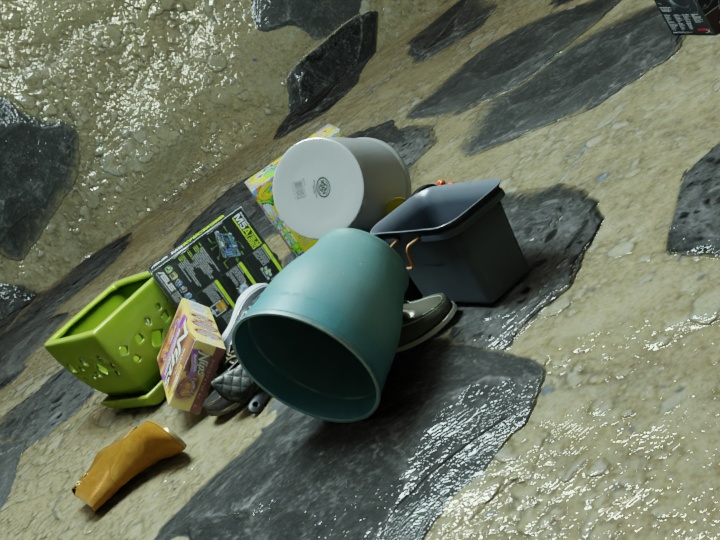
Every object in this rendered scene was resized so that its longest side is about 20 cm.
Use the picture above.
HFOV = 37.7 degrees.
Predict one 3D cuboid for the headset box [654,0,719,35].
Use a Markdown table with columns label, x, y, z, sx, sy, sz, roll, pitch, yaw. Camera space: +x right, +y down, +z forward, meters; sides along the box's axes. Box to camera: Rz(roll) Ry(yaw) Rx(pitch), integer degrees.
| label | x | y | z | sx | sy | sz | roll | pitch | yaw |
| --- | --- | --- | --- | --- | --- | --- | --- | --- | --- |
| headset box | 0.553 | -0.508 | 1.810 | 0.077 | 0.200 | 0.149 | -35 | 17 | -3 |

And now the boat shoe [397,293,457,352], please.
| label | x | y | z | sx | sy | sz | roll | pitch | yaw |
| --- | --- | --- | --- | --- | --- | --- | --- | --- | --- |
| boat shoe | 0.035 | 0.076 | 1.437 | 0.201 | 0.060 | 0.072 | -26 | 19 | 24 |

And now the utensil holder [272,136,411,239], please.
| label | x | y | z | sx | sy | sz | roll | pitch | yaw |
| --- | --- | --- | --- | --- | --- | --- | --- | --- | --- |
| utensil holder | -0.027 | -0.131 | 1.692 | 0.169 | 0.171 | 0.200 | -27 | -6 | 21 |

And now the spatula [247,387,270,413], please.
| label | x | y | z | sx | sy | sz | roll | pitch | yaw |
| --- | --- | --- | --- | --- | --- | --- | --- | --- | --- |
| spatula | -0.118 | 0.141 | 1.583 | 0.200 | 0.056 | 0.021 | -60 | -3 | -40 |

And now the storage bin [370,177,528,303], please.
| label | x | y | z | sx | sy | sz | roll | pitch | yaw |
| --- | --- | --- | --- | --- | --- | --- | --- | --- | --- |
| storage bin | 0.122 | -0.026 | 1.421 | 0.145 | 0.135 | 0.200 | -38 | 17 | -26 |

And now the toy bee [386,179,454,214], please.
| label | x | y | z | sx | sy | sz | roll | pitch | yaw |
| --- | --- | --- | --- | --- | --- | --- | --- | --- | --- |
| toy bee | 0.120 | -0.089 | 1.644 | 0.130 | 0.109 | 0.200 | 7 | 9 | -42 |

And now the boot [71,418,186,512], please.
| label | x | y | z | sx | sy | sz | roll | pitch | yaw |
| --- | --- | --- | --- | --- | --- | --- | --- | --- | --- |
| boot | -0.345 | 0.294 | 1.554 | 0.201 | 0.071 | 0.144 | -14 | 33 | 55 |

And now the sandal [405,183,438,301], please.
| label | x | y | z | sx | sy | sz | roll | pitch | yaw |
| --- | --- | --- | --- | --- | --- | --- | --- | --- | --- |
| sandal | 0.072 | -0.038 | 1.535 | 0.048 | 0.075 | 0.201 | -4 | 61 | 47 |

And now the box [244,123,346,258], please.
| label | x | y | z | sx | sy | sz | roll | pitch | yaw |
| --- | --- | --- | --- | --- | --- | --- | --- | --- | --- |
| box | -0.078 | -0.136 | 1.972 | 0.199 | 0.193 | 0.122 | -34 | 18 | -3 |

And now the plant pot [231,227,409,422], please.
| label | x | y | z | sx | sy | sz | roll | pitch | yaw |
| --- | --- | --- | --- | --- | --- | --- | --- | --- | --- |
| plant pot | -0.033 | 0.056 | 1.334 | 0.199 | 0.200 | 0.188 | -16 | 34 | 43 |

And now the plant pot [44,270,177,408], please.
| label | x | y | z | sx | sy | sz | roll | pitch | yaw |
| --- | --- | --- | --- | --- | --- | --- | --- | --- | --- |
| plant pot | -0.400 | 0.130 | 1.867 | 0.198 | 0.182 | 0.200 | -14 | 27 | 48 |

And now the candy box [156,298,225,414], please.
| label | x | y | z | sx | sy | sz | roll | pitch | yaw |
| --- | --- | --- | --- | --- | --- | --- | --- | --- | --- |
| candy box | -0.275 | 0.134 | 1.698 | 0.117 | 0.056 | 0.200 | -66 | 22 | 9 |

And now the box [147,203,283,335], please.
| label | x | y | z | sx | sy | sz | roll | pitch | yaw |
| --- | --- | --- | --- | --- | --- | --- | --- | --- | --- |
| box | -0.232 | 0.021 | 1.824 | 0.193 | 0.200 | 0.047 | -39 | 20 | -12 |

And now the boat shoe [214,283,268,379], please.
| label | x | y | z | sx | sy | sz | roll | pitch | yaw |
| --- | --- | --- | --- | --- | --- | --- | --- | --- | --- |
| boat shoe | -0.183 | 0.097 | 1.750 | 0.068 | 0.072 | 0.200 | -10 | 35 | 40 |

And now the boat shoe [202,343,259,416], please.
| label | x | y | z | sx | sy | sz | roll | pitch | yaw |
| --- | --- | --- | --- | --- | --- | --- | --- | --- | --- |
| boat shoe | -0.177 | 0.141 | 1.622 | 0.074 | 0.073 | 0.200 | -11 | 28 | 51 |

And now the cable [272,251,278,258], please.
| label | x | y | z | sx | sy | sz | roll | pitch | yaw |
| --- | --- | --- | --- | --- | --- | --- | --- | --- | --- |
| cable | -0.239 | 0.007 | 2.118 | 0.163 | 0.051 | 0.200 | -21 | 21 | 35 |

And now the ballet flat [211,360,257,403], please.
| label | x | y | z | sx | sy | sz | roll | pitch | yaw |
| --- | --- | --- | --- | --- | --- | --- | --- | --- | --- |
| ballet flat | -0.149 | 0.104 | 1.563 | 0.201 | 0.057 | 0.066 | -61 | 19 | -21 |
